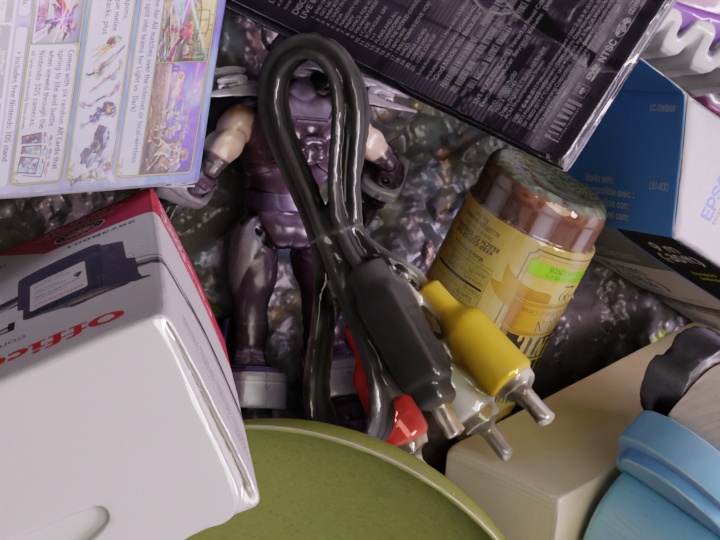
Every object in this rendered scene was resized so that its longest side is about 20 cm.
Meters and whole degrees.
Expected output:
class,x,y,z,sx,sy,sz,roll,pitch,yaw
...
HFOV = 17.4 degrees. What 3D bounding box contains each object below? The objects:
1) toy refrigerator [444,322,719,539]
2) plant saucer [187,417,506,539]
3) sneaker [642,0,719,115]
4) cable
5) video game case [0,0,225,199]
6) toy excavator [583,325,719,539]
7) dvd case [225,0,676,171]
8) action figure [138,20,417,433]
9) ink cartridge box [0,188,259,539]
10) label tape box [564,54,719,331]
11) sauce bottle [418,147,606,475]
class,x,y,z,sx,sy,sz,roll,pitch,yaw
toy refrigerator,0.120,0.093,1.095,0.200,0.070,0.076,-22,125,-45
plant saucer,-0.012,0.133,1.025,0.200,0.200,0.031,51,40,-21
sneaker,0.140,-0.145,1.127,0.200,0.080,0.089,26,76,-31
cable,0.000,0.000,1.013,0.200,0.097,0.050,64,24,9
video game case,-0.131,-0.128,0.923,0.181,0.045,0.201,-6,113,-43
toy excavator,0.138,0.155,1.028,0.200,0.100,0.195,-45,138,-10
dvd case,0.043,-0.144,1.025,0.149,0.200,0.016,-57,156,-12
action figure,-0.036,-0.015,1.053,0.130,0.069,0.201,1,90,-20
ink cartridge box,-0.126,0.052,0.915,0.144,0.200,0.085,-24,106,0
label tape box,0.143,-0.032,1.096,0.200,0.144,0.063,31,83,-25
sauce bottle,0.044,0.045,1.071,0.065,0.065,0.200,16,111,-27
